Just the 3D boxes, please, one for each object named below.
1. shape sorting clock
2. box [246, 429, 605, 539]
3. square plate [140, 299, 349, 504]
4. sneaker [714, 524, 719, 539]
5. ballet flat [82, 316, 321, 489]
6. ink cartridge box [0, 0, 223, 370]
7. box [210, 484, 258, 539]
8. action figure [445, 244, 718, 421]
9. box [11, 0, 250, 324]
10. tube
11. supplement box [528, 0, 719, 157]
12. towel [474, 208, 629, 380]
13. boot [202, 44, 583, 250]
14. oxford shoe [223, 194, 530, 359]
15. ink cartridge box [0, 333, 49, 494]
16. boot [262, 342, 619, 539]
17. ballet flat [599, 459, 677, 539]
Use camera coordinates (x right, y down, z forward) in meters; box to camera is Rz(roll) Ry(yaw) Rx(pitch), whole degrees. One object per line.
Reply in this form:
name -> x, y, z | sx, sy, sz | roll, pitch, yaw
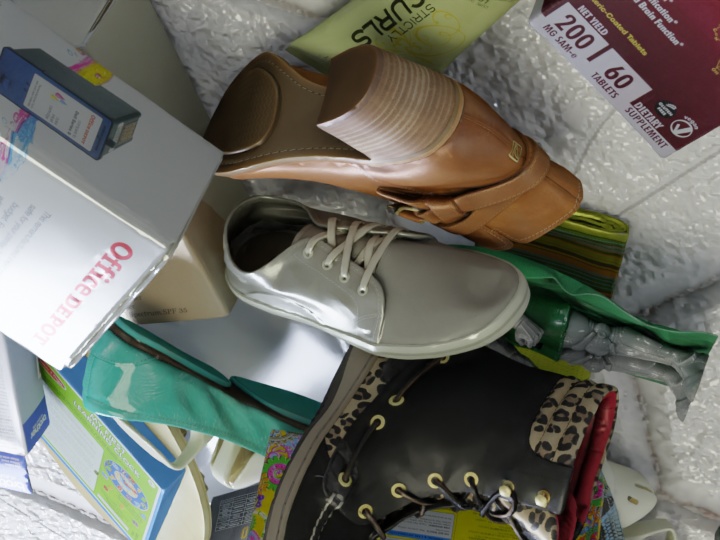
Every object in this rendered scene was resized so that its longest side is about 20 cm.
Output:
shape sorting clock -> -0.164, 0.102, 1.409 | 0.200, 0.039, 0.200 | 39, 151, 26
box -> 0.034, 0.207, 1.304 | 0.199, 0.122, 0.193 | 8, 146, 6
square plate -> -0.067, 0.070, 1.390 | 0.197, 0.029, 0.200 | -7, 129, 26
sneaker -> 0.317, 0.171, 1.310 | 0.199, 0.072, 0.080 | 16, 131, -1
ballet flat -> -0.087, 0.092, 1.313 | 0.200, 0.067, 0.071 | 25, 97, -33
ink cartridge box -> -0.197, -0.056, 1.165 | 0.200, 0.088, 0.145 | 36, 136, -10
box -> 0.020, 0.184, 1.422 | 0.199, 0.048, 0.158 | -19, 136, 36
action figure -> 0.099, 0.029, 1.237 | 0.199, 0.055, 0.118 | 20, 161, 9
box -> -0.140, -0.068, 1.250 | 0.095, 0.078, 0.200 | -6, 129, 28
tube -> 0.042, -0.140, 1.133 | 0.200, 0.052, 0.058 | -34, 80, 49
supplement box -> 0.192, -0.148, 1.056 | 0.109, 0.061, 0.200 | 42, 132, -19
towel -> 0.101, 0.035, 1.297 | 0.086, 0.018, 0.200 | 16, 136, 8
boot -> 0.014, -0.062, 1.197 | 0.155, 0.077, 0.200 | 28, 155, -31
oxford shoe -> 0.000, 0.000, 1.197 | 0.199, 0.075, 0.058 | 13, 144, 34
ink cartridge box -> -0.263, 0.045, 1.362 | 0.119, 0.042, 0.201 | 9, 126, 18
boot -> 0.042, 0.121, 1.180 | 0.150, 0.201, 0.073 | 16, 155, 22
ballet flat -> 0.161, 0.162, 1.370 | 0.074, 0.074, 0.200 | -4, 133, 25
